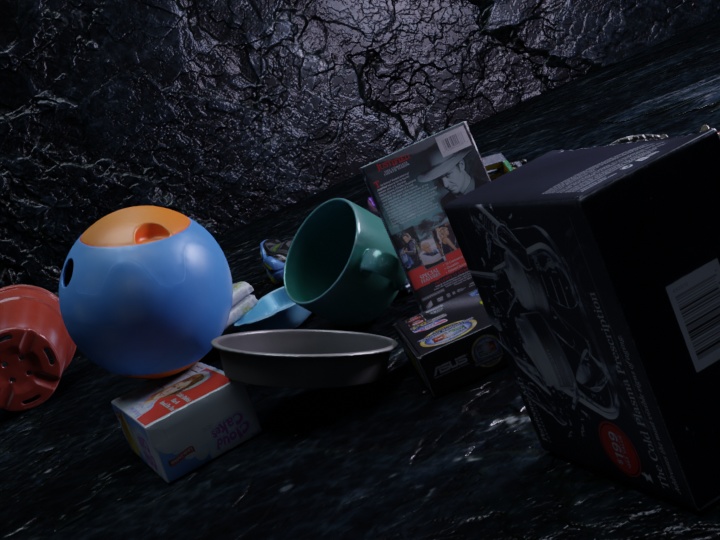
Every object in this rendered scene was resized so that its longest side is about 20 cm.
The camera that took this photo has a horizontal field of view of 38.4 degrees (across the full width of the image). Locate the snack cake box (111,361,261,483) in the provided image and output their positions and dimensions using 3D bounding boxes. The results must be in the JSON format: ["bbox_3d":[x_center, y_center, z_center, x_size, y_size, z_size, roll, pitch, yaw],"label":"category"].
[{"bbox_3d":[-0.199,0.163,1.157,0.114,0.068,0.200,-25,10,-21],"label":"snack cake box"}]

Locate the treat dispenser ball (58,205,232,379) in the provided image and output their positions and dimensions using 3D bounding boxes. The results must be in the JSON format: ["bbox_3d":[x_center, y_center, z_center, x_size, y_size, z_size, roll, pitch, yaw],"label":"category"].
[{"bbox_3d":[-0.249,0.026,1.209,0.199,0.202,0.201,-22,10,4],"label":"treat dispenser ball"}]

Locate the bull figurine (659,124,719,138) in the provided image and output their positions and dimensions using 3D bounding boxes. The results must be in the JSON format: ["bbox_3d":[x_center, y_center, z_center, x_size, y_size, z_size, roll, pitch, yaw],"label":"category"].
[{"bbox_3d":[0.439,-0.137,1.246,0.121,0.066,0.200,9,-15,-28],"label":"bull figurine"}]

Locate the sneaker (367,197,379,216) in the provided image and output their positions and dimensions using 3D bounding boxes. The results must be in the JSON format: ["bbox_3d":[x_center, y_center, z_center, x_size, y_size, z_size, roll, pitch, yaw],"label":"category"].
[{"bbox_3d":[0.088,-0.125,1.940,0.199,0.089,0.080,-14,12,38],"label":"sneaker"}]

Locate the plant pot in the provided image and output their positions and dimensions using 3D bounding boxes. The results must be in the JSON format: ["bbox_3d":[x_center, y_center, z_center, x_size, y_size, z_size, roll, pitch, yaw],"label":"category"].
[{"bbox_3d":[-0.604,0.146,1.833,0.199,0.202,0.195,-24,18,-9],"label":"plant pot"}]

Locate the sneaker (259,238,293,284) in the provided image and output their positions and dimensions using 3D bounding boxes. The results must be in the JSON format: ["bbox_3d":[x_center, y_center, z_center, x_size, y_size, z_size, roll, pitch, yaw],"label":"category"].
[{"bbox_3d":[-0.148,-0.022,2.005,0.082,0.071,0.200,-19,15,-8],"label":"sneaker"}]

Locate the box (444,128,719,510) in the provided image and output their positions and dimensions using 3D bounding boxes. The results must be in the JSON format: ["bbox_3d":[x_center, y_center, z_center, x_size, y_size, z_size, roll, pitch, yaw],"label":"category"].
[{"bbox_3d":[0.167,0.026,0.673,0.104,0.201,0.182,-26,10,-16],"label":"box"}]

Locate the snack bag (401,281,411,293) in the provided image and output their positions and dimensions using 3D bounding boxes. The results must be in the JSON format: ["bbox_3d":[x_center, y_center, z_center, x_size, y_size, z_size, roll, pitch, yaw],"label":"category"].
[{"bbox_3d":[0.062,0.007,1.512,0.199,0.022,0.189,-22,10,2],"label":"snack bag"}]

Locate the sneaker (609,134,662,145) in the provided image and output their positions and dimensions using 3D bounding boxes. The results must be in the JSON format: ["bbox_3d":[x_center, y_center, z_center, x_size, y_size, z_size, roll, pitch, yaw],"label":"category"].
[{"bbox_3d":[0.345,-0.126,1.411,0.199,0.077,0.088,-25,-9,30],"label":"sneaker"}]

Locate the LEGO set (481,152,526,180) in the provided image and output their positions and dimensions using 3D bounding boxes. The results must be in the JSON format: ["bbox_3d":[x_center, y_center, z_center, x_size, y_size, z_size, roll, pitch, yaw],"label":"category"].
[{"bbox_3d":[0.164,-0.082,1.528,0.199,0.117,0.154,-21,42,-16],"label":"LEGO set"}]

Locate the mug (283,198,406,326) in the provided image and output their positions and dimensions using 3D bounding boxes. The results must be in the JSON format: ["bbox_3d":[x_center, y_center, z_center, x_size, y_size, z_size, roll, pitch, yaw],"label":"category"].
[{"bbox_3d":[-0.008,0.005,1.359,0.152,0.114,0.185,-50,36,17],"label":"mug"}]

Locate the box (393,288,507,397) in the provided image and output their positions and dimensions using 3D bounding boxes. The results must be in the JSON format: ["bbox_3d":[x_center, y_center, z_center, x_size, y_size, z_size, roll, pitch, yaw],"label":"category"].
[{"bbox_3d":[0.141,0.050,1.048,0.199,0.045,0.160,-24,10,-2],"label":"box"}]

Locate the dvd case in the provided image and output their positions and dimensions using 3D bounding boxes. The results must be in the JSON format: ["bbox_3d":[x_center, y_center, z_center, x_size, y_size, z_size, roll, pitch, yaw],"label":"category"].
[{"bbox_3d":[0.103,-0.062,1.261,0.145,0.201,0.022,-25,5,-8],"label":"dvd case"}]

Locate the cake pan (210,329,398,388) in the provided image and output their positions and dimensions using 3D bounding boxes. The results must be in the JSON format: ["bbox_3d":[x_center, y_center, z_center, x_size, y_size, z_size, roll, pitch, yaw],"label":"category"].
[{"bbox_3d":[-0.059,0.092,1.098,0.198,0.037,0.200,1,3,0],"label":"cake pan"}]

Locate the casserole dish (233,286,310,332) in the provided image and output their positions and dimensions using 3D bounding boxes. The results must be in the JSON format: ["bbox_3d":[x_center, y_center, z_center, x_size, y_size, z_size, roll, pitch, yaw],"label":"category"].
[{"bbox_3d":[-0.117,0.059,1.589,0.120,0.039,0.200,-19,12,19],"label":"casserole dish"}]

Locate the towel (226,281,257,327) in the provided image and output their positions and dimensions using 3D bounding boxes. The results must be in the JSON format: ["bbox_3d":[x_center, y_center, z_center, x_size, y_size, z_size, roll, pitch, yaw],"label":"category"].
[{"bbox_3d":[-0.254,0.089,1.603,0.199,0.048,0.171,-37,6,-15],"label":"towel"}]
